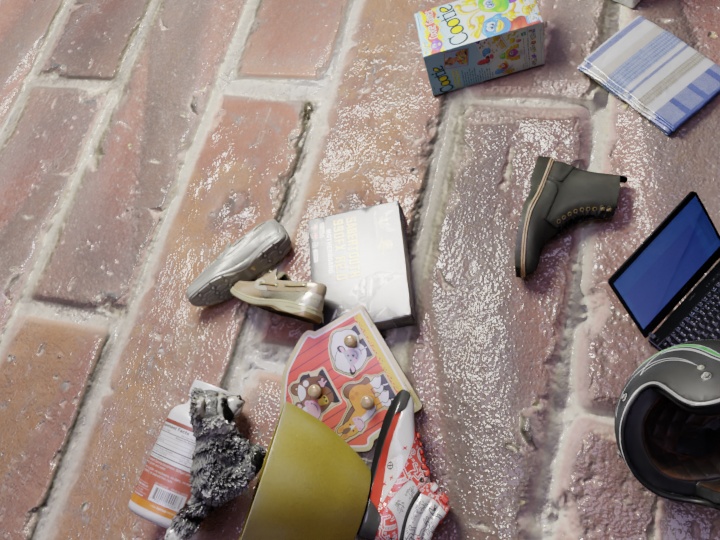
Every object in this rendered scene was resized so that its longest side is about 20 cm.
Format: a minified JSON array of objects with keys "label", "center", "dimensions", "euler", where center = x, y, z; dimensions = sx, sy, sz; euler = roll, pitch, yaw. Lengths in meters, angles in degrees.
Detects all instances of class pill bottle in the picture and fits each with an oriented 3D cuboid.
[{"label":"pill bottle","center":[-0.248,0.271,1.003],"dimensions":[0.111,0.112,0.201],"euler":[14,71,23]}]

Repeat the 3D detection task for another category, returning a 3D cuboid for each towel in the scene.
[{"label":"towel","center":[0.471,-0.317,1.093],"dimensions":[0.147,0.024,0.200],"euler":[-39,63,-5]}]

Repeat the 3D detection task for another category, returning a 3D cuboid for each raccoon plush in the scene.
[{"label":"raccoon plush","center":[-0.219,0.254,0.904],"dimensions":[0.200,0.134,0.097],"euler":[-51,17,-26]}]

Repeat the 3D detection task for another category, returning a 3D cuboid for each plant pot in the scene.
[{"label":"plant pot","center":[-0.067,0.293,0.908],"dimensions":[0.141,0.200,0.202],"euler":[18,71,-4]}]

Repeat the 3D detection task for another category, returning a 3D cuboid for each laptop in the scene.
[{"label":"laptop","center":[0.460,0.032,0.892],"dimensions":[0.177,0.103,0.200],"euler":[-45,61,-5]}]

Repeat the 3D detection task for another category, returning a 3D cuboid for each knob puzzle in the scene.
[{"label":"knob puzzle","center":[-0.037,0.175,0.999],"dimensions":[0.217,0.030,0.222],"euler":[-2,81,14]}]

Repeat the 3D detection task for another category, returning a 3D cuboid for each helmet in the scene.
[{"label":"helmet","center":[0.404,0.175,0.796],"dimensions":[0.198,0.190,0.202],"euler":[4,81,-25]}]

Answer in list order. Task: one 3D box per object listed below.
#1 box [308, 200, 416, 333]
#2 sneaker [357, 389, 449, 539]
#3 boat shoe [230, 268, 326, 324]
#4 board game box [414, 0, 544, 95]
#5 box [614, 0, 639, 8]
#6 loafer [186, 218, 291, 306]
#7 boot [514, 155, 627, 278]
[{"label":"box","center":[0.000,0.000,1.083],"dimensions":[0.157,0.048,0.202],"euler":[-11,64,13]},{"label":"sneaker","center":[0.071,0.272,0.920],"dimensions":[0.107,0.067,0.203],"euler":[19,67,-4]},{"label":"boat shoe","center":[-0.128,0.034,1.073],"dimensions":[0.199,0.072,0.066],"euler":[10,78,44]},{"label":"board game box","center":[0.204,-0.397,1.167],"dimensions":[0.198,0.105,0.104],"euler":[-13,62,10]},{"label":"box","center":[0.442,-0.602,1.146],"dimensions":[0.200,0.171,0.199],"euler":[40,82,27]},{"label":"loafer","center":[-0.209,-0.013,1.148],"dimensions":[0.199,0.070,0.070],"euler":[-34,53,-6]},{"label":"boot","center":[0.310,-0.075,1.008],"dimensions":[0.137,0.078,0.202],"euler":[13,72,17]}]
